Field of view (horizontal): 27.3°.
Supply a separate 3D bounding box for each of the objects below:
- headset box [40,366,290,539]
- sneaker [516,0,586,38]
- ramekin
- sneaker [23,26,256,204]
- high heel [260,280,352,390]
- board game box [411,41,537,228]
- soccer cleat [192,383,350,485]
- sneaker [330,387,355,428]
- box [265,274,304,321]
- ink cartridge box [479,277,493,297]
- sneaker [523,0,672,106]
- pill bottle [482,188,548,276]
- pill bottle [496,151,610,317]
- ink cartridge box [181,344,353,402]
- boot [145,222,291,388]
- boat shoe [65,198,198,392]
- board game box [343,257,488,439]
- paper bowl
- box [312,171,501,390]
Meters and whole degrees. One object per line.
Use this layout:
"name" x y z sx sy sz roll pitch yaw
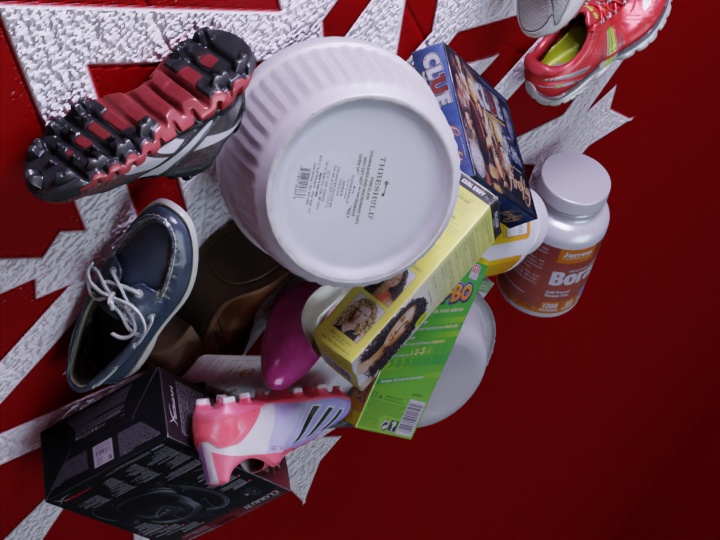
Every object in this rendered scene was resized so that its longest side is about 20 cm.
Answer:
"headset box" -0.173 0.181 1.374 0.148 0.078 0.200 -29 145 24
"sneaker" 0.165 -0.300 1.344 0.082 0.078 0.201 -26 140 -31
"ramekin" -0.012 -0.081 1.209 0.199 0.105 0.201 -6 114 -15
"sneaker" -0.160 -0.097 1.104 0.200 0.071 0.098 -36 152 -26
"high heel" -0.015 0.035 1.343 0.200 0.095 0.068 -52 129 -46
"board game box" 0.114 -0.127 1.441 0.034 0.136 0.200 -18 164 19
"soccer cleat" -0.078 0.144 1.337 0.200 0.066 0.077 -1 87 -56
"sneaker" -0.030 0.127 1.556 0.199 0.088 0.075 -12 167 10
"box" 0.000 0.000 1.491 0.095 0.078 0.201 9 122 -44
"ink cartridge box" 0.060 0.074 1.767 0.200 0.048 0.145 -55 155 12
"sneaker" 0.249 -0.255 1.543 0.200 0.077 0.085 -45 151 -5
"pill bottle" 0.119 -0.046 1.597 0.200 0.111 0.111 -10 137 -54
"pill bottle" 0.237 -0.044 1.797 0.112 0.112 0.201 -32 152 -31
"ink cartridge box" -0.103 0.106 1.420 0.199 0.050 0.161 5 143 -34
"boot" -0.114 0.040 1.387 0.200 0.077 0.155 -46 159 -10
"boat shoe" -0.197 0.025 1.234 0.062 0.075 0.200 -35 165 -51
"board game box" 0.057 0.068 1.472 0.095 0.030 0.201 19 99 -50
"paper bowl" 0.060 0.093 1.643 0.200 0.104 0.202 -16 130 -21
"box" 0.044 0.009 1.313 0.200 0.050 0.075 -49 158 -12
